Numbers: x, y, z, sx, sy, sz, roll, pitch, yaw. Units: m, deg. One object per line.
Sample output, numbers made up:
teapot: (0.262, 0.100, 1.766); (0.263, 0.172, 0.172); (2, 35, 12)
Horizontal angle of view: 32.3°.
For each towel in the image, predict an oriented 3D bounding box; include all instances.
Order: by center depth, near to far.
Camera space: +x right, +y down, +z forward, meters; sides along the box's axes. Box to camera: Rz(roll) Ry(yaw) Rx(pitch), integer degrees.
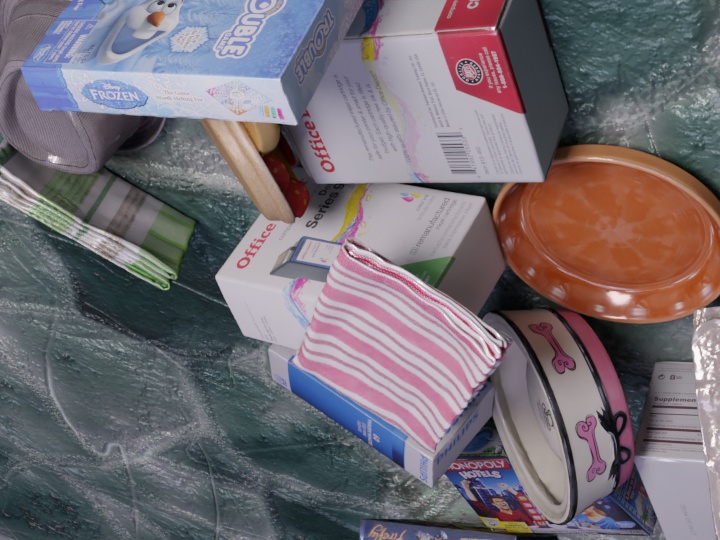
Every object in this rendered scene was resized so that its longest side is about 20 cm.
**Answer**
towel: (0.024, 0.067, 0.968); (0.146, 0.030, 0.200); (33, 146, 5)
towel: (0.344, 0.122, 1.016); (0.132, 0.201, 0.034); (-8, 178, 13)
towel: (-0.248, -0.069, 1.162); (0.200, 0.149, 0.031); (30, 114, -12)

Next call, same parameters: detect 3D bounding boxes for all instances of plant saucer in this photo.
plant saucer: (0.209, -0.031, 1.029); (0.199, 0.032, 0.201); (16, 144, 12)

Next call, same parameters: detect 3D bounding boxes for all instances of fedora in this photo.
fedora: (-0.260, -0.157, 1.081); (0.176, 0.091, 0.200); (18, 144, 8)

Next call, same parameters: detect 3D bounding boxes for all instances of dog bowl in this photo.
dog bowl: (0.178, 0.122, 1.124); (0.073, 0.201, 0.200); (-16, 143, -11)

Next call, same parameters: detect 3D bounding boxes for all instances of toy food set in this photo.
toy food set: (-0.101, -0.126, 0.984); (0.198, 0.049, 0.200); (53, 175, 44)

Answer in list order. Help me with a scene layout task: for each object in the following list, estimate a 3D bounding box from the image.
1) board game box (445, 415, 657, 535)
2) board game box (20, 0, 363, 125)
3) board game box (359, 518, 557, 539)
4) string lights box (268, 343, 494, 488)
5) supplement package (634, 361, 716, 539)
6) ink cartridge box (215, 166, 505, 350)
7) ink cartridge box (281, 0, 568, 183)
board game box: (0.186, 0.200, 1.314); (0.199, 0.062, 0.200); (-7, 134, 36)
board game box: (-0.101, -0.185, 0.859); (0.198, 0.200, 0.043); (6, 140, 22)
board game box: (0.116, 0.322, 1.480); (0.199, 0.035, 0.135); (0, 169, 30)
string lights box: (0.019, 0.108, 1.204); (0.200, 0.103, 0.059); (32, 150, 23)
supplement package: (0.361, 0.190, 1.159); (0.155, 0.111, 0.200); (0, 138, 30)
ink cartridge box: (0.000, 0.000, 1.065); (0.199, 0.146, 0.088); (11, 142, 33)
ink cartridge box: (0.038, -0.144, 0.935); (0.199, 0.083, 0.146); (2, 140, 28)
